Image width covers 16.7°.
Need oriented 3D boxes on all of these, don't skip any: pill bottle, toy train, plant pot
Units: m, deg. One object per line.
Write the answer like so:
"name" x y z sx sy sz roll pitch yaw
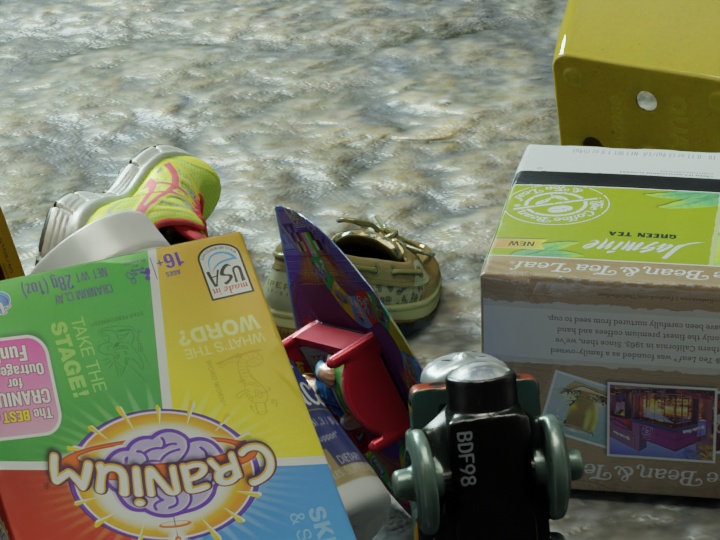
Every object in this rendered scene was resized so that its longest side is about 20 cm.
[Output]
"pill bottle" -0.084 0.071 1.222 0.111 0.111 0.200 -24 68 -40
"toy train" 0.056 0.134 1.092 0.085 0.201 0.114 -7 10 -6
"plant pot" 0.231 -0.120 1.650 0.199 0.201 0.176 13 39 29

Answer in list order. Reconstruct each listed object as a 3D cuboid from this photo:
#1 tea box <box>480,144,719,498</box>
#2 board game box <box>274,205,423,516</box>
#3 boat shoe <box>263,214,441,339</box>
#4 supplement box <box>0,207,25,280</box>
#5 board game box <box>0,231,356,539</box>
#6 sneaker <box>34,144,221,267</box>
"tea box" 0.178 0.026 1.380 0.199 0.134 0.197 3 25 10
"board game box" -0.011 0.066 1.254 0.039 0.200 0.158 -30 57 -15
"boat shoe" 0.000 0.000 1.511 0.073 0.063 0.200 8 13 20
"supplement box" -0.328 0.020 1.366 0.197 0.133 0.200 1 35 25
"board game box" -0.094 0.090 1.103 0.153 0.040 0.201 -13 66 -22
"sneaker" -0.129 -0.021 1.586 0.090 0.078 0.200 18 25 17
